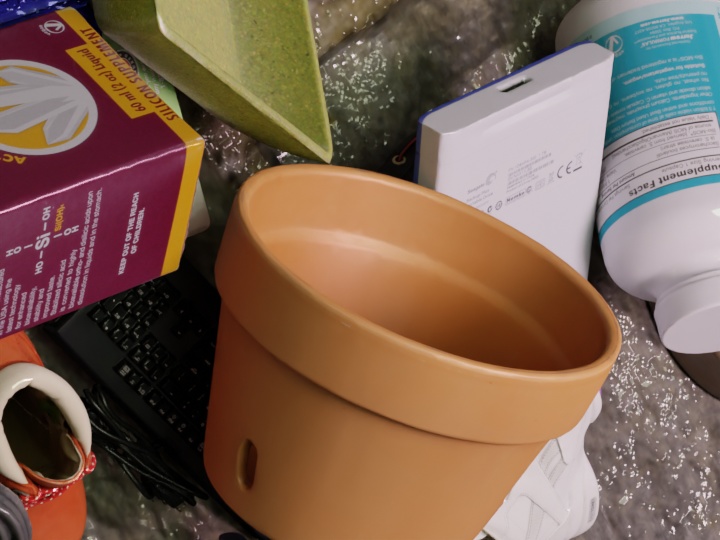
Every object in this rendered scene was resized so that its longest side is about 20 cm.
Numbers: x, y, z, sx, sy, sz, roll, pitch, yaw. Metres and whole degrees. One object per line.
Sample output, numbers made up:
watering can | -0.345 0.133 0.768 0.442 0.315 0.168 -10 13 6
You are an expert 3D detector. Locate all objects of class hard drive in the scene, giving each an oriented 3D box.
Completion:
hard drive | 0.076 -0.014 1.593 0.132 0.025 0.200 -27 134 -37

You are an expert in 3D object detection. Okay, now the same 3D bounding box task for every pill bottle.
pill bottle | 0.180 -0.058 1.647 0.111 0.111 0.200 6 62 -35

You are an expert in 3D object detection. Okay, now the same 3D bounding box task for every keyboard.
keyboard | -0.080 0.079 1.502 0.104 0.040 0.200 -42 126 1

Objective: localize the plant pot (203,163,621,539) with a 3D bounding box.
plant pot | 0.010 0.056 1.445 0.200 0.200 0.140 5 118 -35

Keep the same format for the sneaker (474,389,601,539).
sneaker | 0.078 0.093 1.588 0.100 0.075 0.200 -33 136 -23

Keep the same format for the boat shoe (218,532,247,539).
boat shoe | -0.027 0.214 1.551 0.075 0.093 0.200 -47 141 -33

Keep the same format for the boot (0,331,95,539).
boot | -0.163 0.091 1.404 0.075 0.107 0.200 -38 140 -18

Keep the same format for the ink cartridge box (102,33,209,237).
ink cartridge box | -0.184 -0.046 1.453 0.200 0.067 0.117 -19 98 -35

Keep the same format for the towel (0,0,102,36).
towel | -0.235 -0.136 1.393 0.200 0.050 0.148 -21 62 -35

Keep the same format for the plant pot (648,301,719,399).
plant pot | 0.293 -0.020 1.723 0.200 0.173 0.200 4 84 -36

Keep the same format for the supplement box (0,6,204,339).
supplement box | -0.185 -0.032 1.327 0.200 0.110 0.086 -22 143 -35

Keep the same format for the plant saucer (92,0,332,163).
plant saucer | -0.088 -0.165 1.476 0.200 0.048 0.200 36 40 -61

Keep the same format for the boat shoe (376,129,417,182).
boat shoe | 0.001 0.002 1.586 0.201 0.063 0.074 -46 145 -20

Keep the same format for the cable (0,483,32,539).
cable | -0.174 0.172 1.417 0.050 0.097 0.200 -64 145 -51
